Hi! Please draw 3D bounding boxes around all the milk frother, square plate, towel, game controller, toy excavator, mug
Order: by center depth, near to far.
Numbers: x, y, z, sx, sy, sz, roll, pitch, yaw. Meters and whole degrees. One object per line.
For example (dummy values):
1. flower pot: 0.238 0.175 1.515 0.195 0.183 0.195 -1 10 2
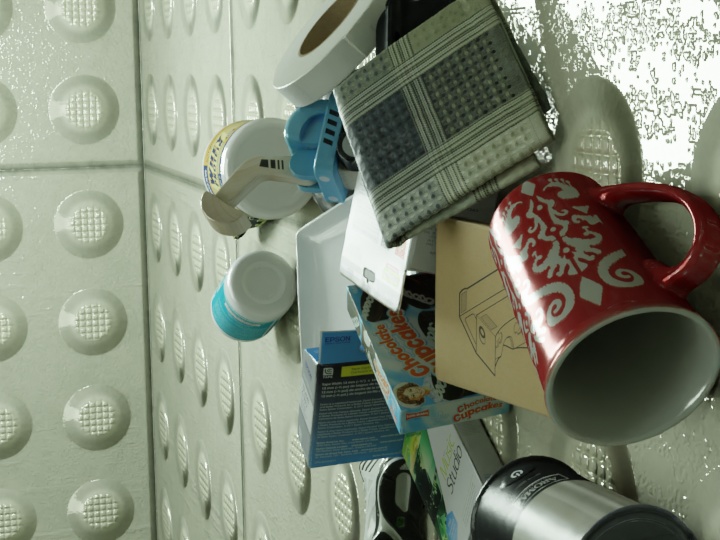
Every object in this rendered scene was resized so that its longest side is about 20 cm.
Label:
1. mug: 0.196 0.010 1.102 0.133 0.177 0.200 54 -170 -37
2. milk frother: 0.184 0.276 1.159 0.200 0.181 0.188 46 171 -16
3. towel: 0.078 -0.146 1.347 0.200 0.035 0.193 -32 60 25
4. game controller: 0.060 -0.220 1.450 0.042 0.104 0.200 45 -146 -41
5. toy excavator: -0.068 -0.125 1.629 0.100 0.200 0.195 64 -145 -63
6. square plate: 0.000 0.000 1.665 0.198 0.028 0.200 -30 51 37

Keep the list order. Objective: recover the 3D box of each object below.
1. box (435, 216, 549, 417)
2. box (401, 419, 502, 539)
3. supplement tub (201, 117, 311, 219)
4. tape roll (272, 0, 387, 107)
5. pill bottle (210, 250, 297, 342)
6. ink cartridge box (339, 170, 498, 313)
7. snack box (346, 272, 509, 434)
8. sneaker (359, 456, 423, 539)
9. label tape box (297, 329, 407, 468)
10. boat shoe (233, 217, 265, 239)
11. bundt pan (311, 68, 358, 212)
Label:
1. box: 0.136 0.042 1.309 0.200 0.021 0.164 15 107 54
2. box: 0.099 0.211 1.529 0.200 0.036 0.144 -114 27 -50
3. supplement tub: -0.151 -0.149 2.071 0.200 0.144 0.145 -168 75 -72
4. tape roll: -0.022 -0.273 1.620 0.203 0.037 0.203 -42 21 20
5. pill bottle: -0.173 0.048 2.230 0.200 0.111 0.111 133 131 -66
6. ink cartridge box: 0.058 -0.055 1.479 0.200 0.084 0.176 -144 65 -68
7. snack box: 0.067 0.080 1.468 0.200 0.116 0.037 -115 19 -48
8. sneaker: 0.034 0.301 1.721 0.115 0.076 0.201 -120 39 -72
9. label tape box: 0.009 0.125 1.604 0.066 0.143 0.200 -114 24 -51
10. boat shoe: -0.177 -0.101 2.304 0.072 0.061 0.201 -53 12 -25
11. bundt pan: -0.021 -0.156 1.774 0.202 0.076 0.202 178 90 -72
